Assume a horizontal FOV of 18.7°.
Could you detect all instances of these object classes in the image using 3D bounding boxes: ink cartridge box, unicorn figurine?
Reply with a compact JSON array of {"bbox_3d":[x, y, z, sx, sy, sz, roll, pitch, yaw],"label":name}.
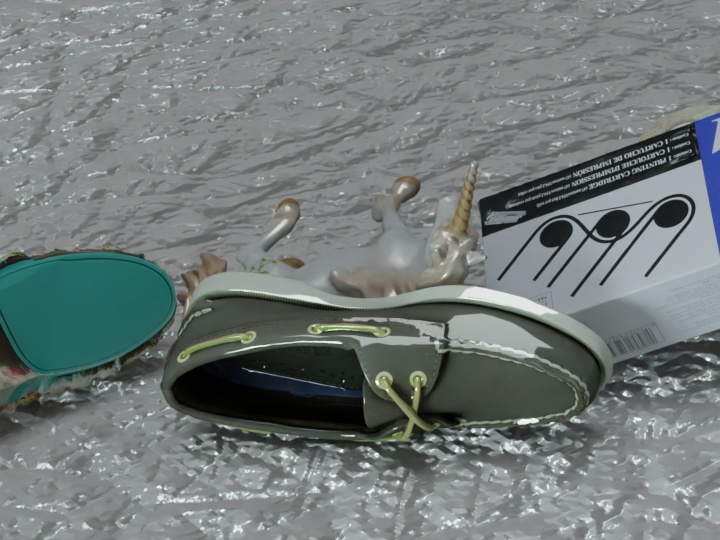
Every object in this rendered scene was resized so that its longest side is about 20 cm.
[{"bbox_3d":[0.154,-0.020,0.991,0.200,0.044,0.094,-19,43,17],"label":"ink cartridge box"},{"bbox_3d":[0.000,0.000,1.045,0.200,0.074,0.137,-31,17,21],"label":"unicorn figurine"}]

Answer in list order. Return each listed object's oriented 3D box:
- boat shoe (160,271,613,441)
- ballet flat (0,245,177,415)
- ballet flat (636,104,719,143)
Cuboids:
[{"bbox_3d":[0.009,0.046,0.966,0.201,0.072,0.060,5,43,20],"label":"boat shoe"},{"bbox_3d":[-0.182,0.039,1.039,0.200,0.076,0.064,-20,-5,-33],"label":"ballet flat"},{"bbox_3d":[0.190,-0.045,1.072,0.062,0.068,0.200,8,7,-38],"label":"ballet flat"}]
